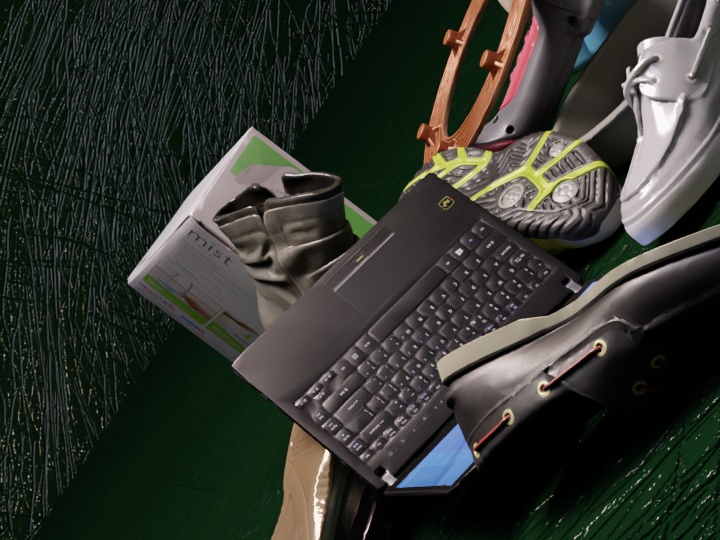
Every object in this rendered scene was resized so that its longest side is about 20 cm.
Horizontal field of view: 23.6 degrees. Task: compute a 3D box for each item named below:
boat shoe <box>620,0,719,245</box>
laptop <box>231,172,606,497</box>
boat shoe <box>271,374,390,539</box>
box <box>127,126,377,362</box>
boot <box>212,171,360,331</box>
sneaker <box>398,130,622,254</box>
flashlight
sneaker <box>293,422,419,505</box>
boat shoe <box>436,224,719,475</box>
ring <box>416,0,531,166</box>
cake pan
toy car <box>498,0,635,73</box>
[{"bbox_3d":[0.180,-0.103,0.952,0.201,0.068,0.072,-58,10,-26],"label":"boat shoe"},{"bbox_3d":[0.044,0.026,0.947,0.177,0.200,0.104,-43,-31,-17],"label":"laptop"},{"bbox_3d":[-0.014,0.155,0.991,0.072,0.064,0.201,-33,41,53],"label":"boat shoe"},{"bbox_3d":[-0.056,0.012,1.321,0.097,0.199,0.176,-57,9,-28],"label":"box"},{"bbox_3d":[0.000,0.000,1.082,0.199,0.131,0.068,-5,29,34],"label":"boot"},{"bbox_3d":[0.107,-0.038,1.099,0.076,0.076,0.200,-53,26,-15],"label":"sneaker"},{"bbox_3d":[0.118,-0.134,1.227,0.068,0.067,0.201,-66,-5,-73],"label":"flashlight"},{"bbox_3d":[-0.002,0.106,1.136,0.076,0.084,0.200,-15,23,-6],"label":"sneaker"},{"bbox_3d":[0.122,0.033,0.779,0.201,0.064,0.073,-32,-22,36],"label":"boat shoe"},{"bbox_3d":[0.082,-0.159,1.246,0.200,0.019,0.202,-160,90,-79],"label":"ring"},{"bbox_3d":[0.199,-0.146,1.118,0.201,0.037,0.200,-52,9,12],"label":"cake pan"},{"bbox_3d":[0.204,-0.274,1.322,0.199,0.185,0.177,-26,0,-18],"label":"toy car"}]
